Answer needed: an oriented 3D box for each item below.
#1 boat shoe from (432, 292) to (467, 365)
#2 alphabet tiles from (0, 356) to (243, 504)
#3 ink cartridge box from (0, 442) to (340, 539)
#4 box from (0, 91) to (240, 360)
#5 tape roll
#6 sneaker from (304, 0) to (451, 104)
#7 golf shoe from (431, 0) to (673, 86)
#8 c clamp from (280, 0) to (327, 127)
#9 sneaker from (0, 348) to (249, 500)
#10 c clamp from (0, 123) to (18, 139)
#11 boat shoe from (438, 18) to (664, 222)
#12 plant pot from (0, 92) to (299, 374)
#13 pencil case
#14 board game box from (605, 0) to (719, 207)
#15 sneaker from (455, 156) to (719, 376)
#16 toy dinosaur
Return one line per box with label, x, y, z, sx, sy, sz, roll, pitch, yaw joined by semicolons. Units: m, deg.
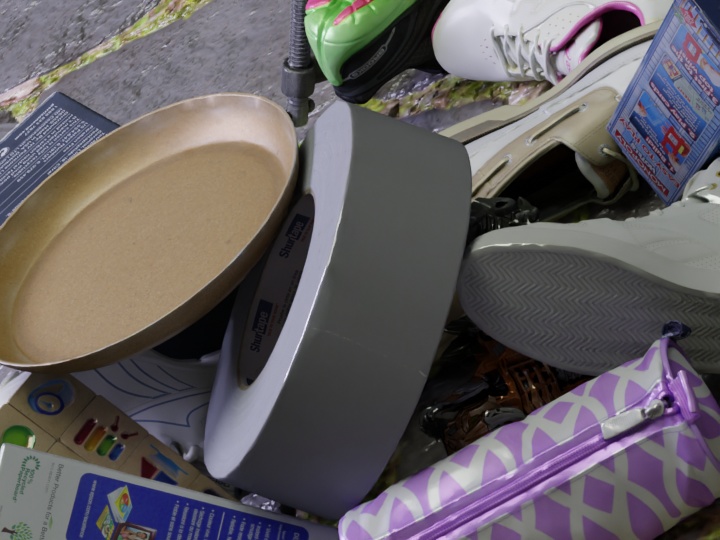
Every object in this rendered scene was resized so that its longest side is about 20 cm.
boat shoe;0.000;0.000;1.609;0.073;0.063;0.200;-41;29;-10
alphabet tiles;-0.128;0.160;1.436;0.167;0.200;0.008;-51;-7;-27
ink cartridge box;-0.092;0.157;1.419;0.039;0.199;0.100;111;173;-62
box;-0.131;0.005;1.652;0.107;0.149;0.200;-44;32;-12
tape roll;-0.013;0.020;1.442;0.200;0.066;0.201;-161;90;-78
sneaker;0.045;-0.168;1.780;0.200;0.084;0.077;-32;42;-27
golf shoe;0.116;-0.138;1.665;0.200;0.075;0.092;-11;30;37
c clamp;-0.018;-0.176;1.769;0.027;0.201;0.171;32;40;31
sneaker;-0.103;0.083;1.522;0.199;0.075;0.087;-3;38;-19
c clamp;-0.244;-0.043;1.924;0.200;0.027;0.171;7;52;48
boat shoe;0.128;-0.069;1.583;0.200;0.075;0.069;-28;46;14
plant pot;-0.113;-0.015;1.492;0.200;0.028;0.200;-24;34;17
pencil case;0.085;0.108;1.367;0.200;0.084;0.085;-31;-13;13
board game box;0.213;-0.118;1.475;0.200;0.062;0.200;-33;-10;-28
sneaker;0.146;-0.007;1.420;0.199;0.074;0.116;9;36;-1
toy dinosaur;0.104;0.030;1.473;0.200;0.102;0.136;-16;32;-39
